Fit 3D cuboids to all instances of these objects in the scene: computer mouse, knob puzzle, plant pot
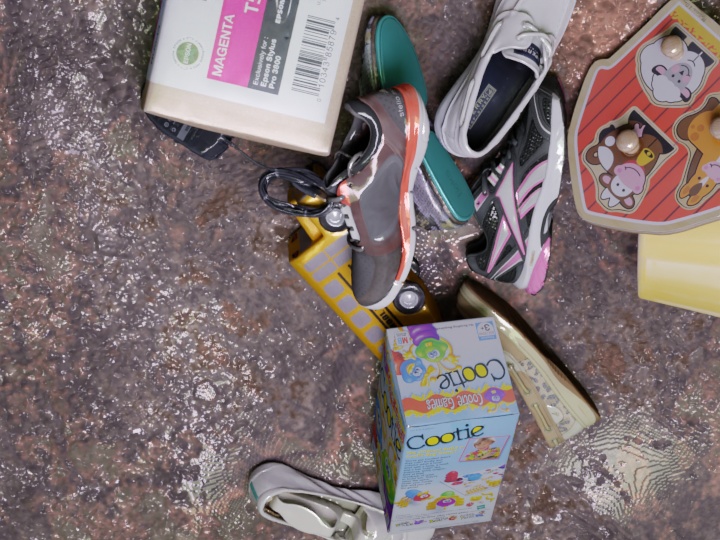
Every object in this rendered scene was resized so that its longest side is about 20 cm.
[{"bbox_3d":[-0.106,-0.108,1.434,0.199,0.034,0.059,36,95,2],"label":"computer mouse"},{"bbox_3d":[0.257,-0.119,1.402,0.219,0.221,0.030,-37,151,13],"label":"knob puzzle"},{"bbox_3d":[0.341,-0.037,1.451,0.187,0.201,0.203,2,116,12],"label":"plant pot"}]

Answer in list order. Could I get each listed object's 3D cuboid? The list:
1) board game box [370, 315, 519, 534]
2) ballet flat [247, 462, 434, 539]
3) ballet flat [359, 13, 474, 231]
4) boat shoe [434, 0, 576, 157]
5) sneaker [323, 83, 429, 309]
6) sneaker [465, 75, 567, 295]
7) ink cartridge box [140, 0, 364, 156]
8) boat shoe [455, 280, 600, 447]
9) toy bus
[{"bbox_3d":[0.073,0.144,1.500,0.104,0.104,0.201,-6,145,-9],"label":"board game box"},{"bbox_3d":[-0.018,0.247,1.612,0.198,0.070,0.070,20,112,-13],"label":"ballet flat"},{"bbox_3d":[0.033,-0.123,1.443,0.071,0.072,0.202,-22,102,6],"label":"ballet flat"},{"bbox_3d":[0.137,-0.183,1.403,0.073,0.065,0.201,25,94,-23],"label":"boat shoe"},{"bbox_3d":[0.000,-0.062,1.385,0.081,0.077,0.202,-5,115,-27],"label":"sneaker"},{"bbox_3d":[0.136,-0.075,1.472,0.085,0.080,0.202,8,109,4],"label":"sneaker"},{"bbox_3d":[-0.084,-0.211,1.364,0.163,0.075,0.202,11,97,-10],"label":"ink cartridge box"},{"bbox_3d":[0.149,0.092,1.549,0.063,0.073,0.200,-39,112,10],"label":"boat shoe"},{"bbox_3d":[0.000,0.000,1.501,0.078,0.065,0.200,-37,113,14],"label":"toy bus"}]
